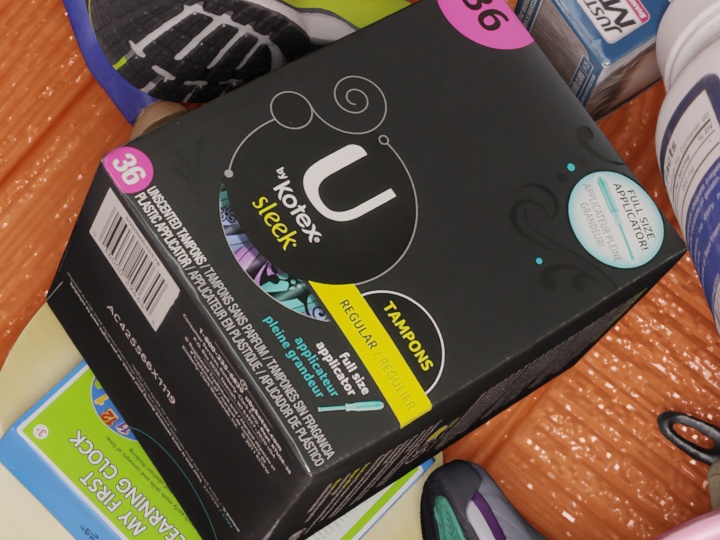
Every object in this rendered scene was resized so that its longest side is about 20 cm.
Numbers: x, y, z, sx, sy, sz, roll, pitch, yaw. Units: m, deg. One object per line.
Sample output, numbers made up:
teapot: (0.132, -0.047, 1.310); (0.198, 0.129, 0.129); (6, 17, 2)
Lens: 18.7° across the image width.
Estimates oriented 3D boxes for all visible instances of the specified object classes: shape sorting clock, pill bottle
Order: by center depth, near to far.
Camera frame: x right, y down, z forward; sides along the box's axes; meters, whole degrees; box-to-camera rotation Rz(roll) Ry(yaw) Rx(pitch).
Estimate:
pill bottle: (0.179, -0.031, 0.855); (0.110, 0.111, 0.201); (-7, 46, -5)
shape sorting clock: (-0.062, 0.082, 0.937); (0.198, 0.039, 0.202); (5, 68, -13)

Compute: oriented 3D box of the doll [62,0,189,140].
doll: (-0.121, -0.154, 0.999); (0.136, 0.049, 0.201); (-25, 77, -11)

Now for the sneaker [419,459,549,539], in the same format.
sneaker: (0.099, 0.161, 0.915); (0.087, 0.074, 0.201); (-26, 87, -21)

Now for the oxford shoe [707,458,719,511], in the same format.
oxford shoe: (0.189, 0.168, 0.907); (0.070, 0.074, 0.202); (-10, 94, -42)

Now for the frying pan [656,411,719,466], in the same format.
frying pan: (0.217, 0.129, 0.943); (0.188, 0.031, 0.116); (6, 72, 2)

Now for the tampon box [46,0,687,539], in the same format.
tampon box: (0.000, 0.000, 0.894); (0.199, 0.126, 0.150); (-30, 78, -29)

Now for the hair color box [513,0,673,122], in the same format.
hair color box: (0.165, -0.147, 0.986); (0.199, 0.100, 0.061); (-33, 79, -11)

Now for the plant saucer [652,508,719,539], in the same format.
plant saucer: (0.163, 0.185, 0.836); (0.199, 0.051, 0.202); (0, 94, 1)

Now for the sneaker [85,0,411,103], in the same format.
sneaker: (-0.048, -0.120, 0.936); (0.074, 0.199, 0.081); (-33, 71, 30)
